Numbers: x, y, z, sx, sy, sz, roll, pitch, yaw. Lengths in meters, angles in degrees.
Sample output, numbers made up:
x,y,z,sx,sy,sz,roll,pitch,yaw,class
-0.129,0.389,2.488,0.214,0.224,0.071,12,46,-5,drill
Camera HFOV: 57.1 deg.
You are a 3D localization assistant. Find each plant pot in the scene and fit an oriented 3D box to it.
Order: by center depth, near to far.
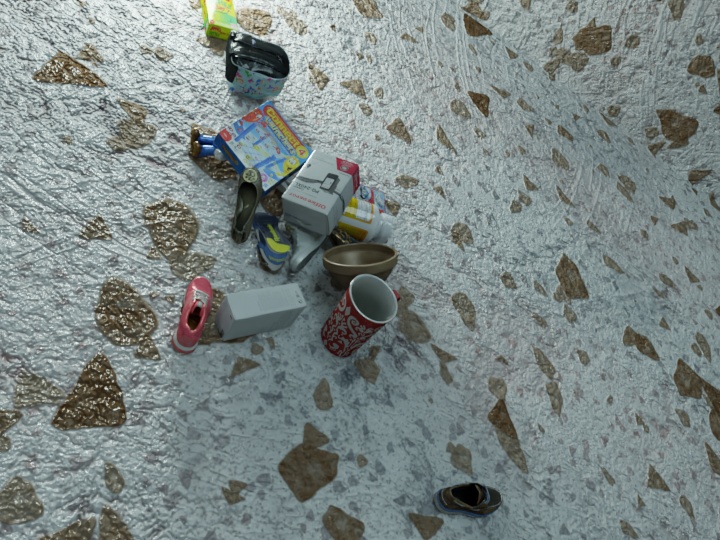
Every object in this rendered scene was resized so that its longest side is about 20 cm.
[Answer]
x,y,z,sx,sy,sz,roll,pitch,yaw,class
0.000,0.000,1.708,0.195,0.095,0.201,-1,18,0,plant pot

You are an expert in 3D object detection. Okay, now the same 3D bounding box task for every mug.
x,y,z,sx,sy,sz,roll,pitch,yaw,class
0.007,0.125,1.649,0.174,0.201,0.136,11,51,-27,mug

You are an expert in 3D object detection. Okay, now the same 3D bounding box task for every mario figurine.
x,y,z,sx,sy,sz,roll,pitch,yaw,class
-0.367,-0.362,1.833,0.195,0.105,0.127,-2,92,-26,mario figurine

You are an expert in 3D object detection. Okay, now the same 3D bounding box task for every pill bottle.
x,y,z,sx,sy,sz,roll,pitch,yaw,class
-0.011,-0.147,1.896,0.196,0.112,0.113,17,49,-15,pill bottle

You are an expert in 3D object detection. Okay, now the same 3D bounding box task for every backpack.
x,y,z,sx,sy,sz,roll,pitch,yaw,class
-0.318,-0.625,2.037,0.195,0.151,0.181,6,56,-21,backpack

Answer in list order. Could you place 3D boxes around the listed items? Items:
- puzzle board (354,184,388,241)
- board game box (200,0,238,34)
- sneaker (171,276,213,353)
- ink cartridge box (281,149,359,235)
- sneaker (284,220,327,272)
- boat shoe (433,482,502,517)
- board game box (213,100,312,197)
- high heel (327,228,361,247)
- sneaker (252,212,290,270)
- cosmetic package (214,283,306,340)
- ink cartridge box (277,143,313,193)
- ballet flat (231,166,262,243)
x,y,z,sx,sy,sz,roll,pitch,yaw,class
0.015,-0.187,2.023,0.148,0.017,0.204,16,49,-23,puzzle board
-0.468,-0.851,2.182,0.099,0.048,0.204,5,55,-30,board game box
-0.369,0.088,1.506,0.072,0.087,0.204,21,48,-19,sneaker
-0.106,-0.212,1.784,0.142,0.084,0.202,20,56,15,ink cartridge box
-0.171,-0.080,1.784,0.115,0.074,0.201,37,35,-1,sneaker
0.275,0.552,1.596,0.196,0.073,0.074,6,54,-30,boat shoe
-0.262,-0.331,1.803,0.201,0.056,0.195,50,58,-3,board game box
-0.031,-0.021,1.805,0.141,0.071,0.203,27,36,-37,high heel
-0.243,-0.082,1.736,0.072,0.084,0.202,-1,38,-23,sneaker
-0.239,0.097,1.579,0.197,0.102,0.075,-7,60,-39,cosmetic package
-0.178,-0.267,1.918,0.115,0.068,0.201,37,45,-1,ink cartridge box
-0.297,-0.170,1.706,0.066,0.046,0.205,12,87,2,ballet flat
